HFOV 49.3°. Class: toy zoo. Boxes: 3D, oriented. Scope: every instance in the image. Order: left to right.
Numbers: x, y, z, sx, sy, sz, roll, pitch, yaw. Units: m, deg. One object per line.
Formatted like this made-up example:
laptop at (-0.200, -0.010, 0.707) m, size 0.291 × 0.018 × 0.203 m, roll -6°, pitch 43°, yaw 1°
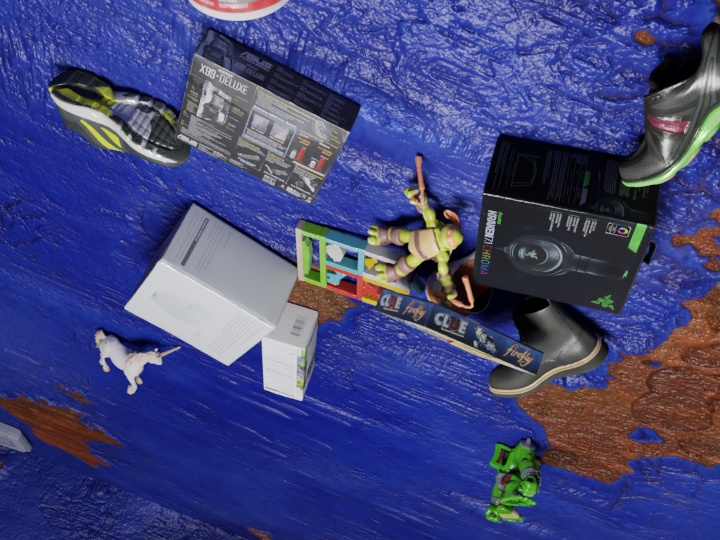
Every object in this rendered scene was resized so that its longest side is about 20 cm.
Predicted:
toy zoo at (0.000, 0.000, 1.160) m, size 0.198 × 0.021 × 0.132 m, roll 19°, pitch 146°, yaw 10°

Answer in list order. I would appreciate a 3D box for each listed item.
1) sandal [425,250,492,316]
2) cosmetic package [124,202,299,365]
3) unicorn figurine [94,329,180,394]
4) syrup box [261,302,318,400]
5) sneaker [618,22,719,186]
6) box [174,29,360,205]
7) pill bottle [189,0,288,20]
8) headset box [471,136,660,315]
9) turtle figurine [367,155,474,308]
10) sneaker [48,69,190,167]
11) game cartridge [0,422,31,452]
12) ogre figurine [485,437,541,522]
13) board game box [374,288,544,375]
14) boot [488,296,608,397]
sandal at (0.151, 0.023, 1.087) m, size 0.079 × 0.060 × 0.207 m, roll 29°, pitch 146°, yaw -13°
cosmetic package at (-0.235, 0.029, 1.243) m, size 0.199 × 0.124 × 0.199 m, roll 33°, pitch 144°, yaw -16°
unicorn figurine at (-0.481, 0.187, 1.630) m, size 0.199 × 0.074 × 0.138 m, roll 23°, pitch 136°, yaw 7°
syrup box at (-0.124, 0.145, 1.384) m, size 0.081 × 0.079 × 0.201 m, roll 16°, pitch 146°, yaw 6°
sneaker at (0.309, -0.159, 0.758) m, size 0.084 × 0.077 × 0.200 m, roll 37°, pitch 143°, yaw 7°
box at (-0.119, -0.180, 0.957) m, size 0.199 × 0.050 × 0.158 m, roll 25°, pitch 145°, yaw -7°
pill bottle at (-0.116, -0.335, 0.684) m, size 0.113 × 0.115 × 0.201 m, roll 14°, pitch 146°, yaw 10°
headset box at (0.240, -0.047, 0.914) m, size 0.198 × 0.093 × 0.175 m, roll 13°, pitch 146°, yaw 11°
turtle figurine at (0.079, -0.044, 1.016) m, size 0.161 × 0.064 × 0.201 m, roll -11°, pitch 104°, yaw 51°
sneaker at (-0.313, -0.191, 1.038) m, size 0.199 × 0.075 × 0.085 m, roll 30°, pitch 152°, yaw 2°
game cartridge at (-1.143, 0.509, 2.465) m, size 0.198 × 0.041 × 0.134 m, roll 16°, pitch 149°, yaw 7°
ogre figurine at (0.289, 0.392, 1.472) m, size 0.097 × 0.121 × 0.201 m, roll 6°, pitch 145°, yaw 13°
board game box at (0.134, 0.083, 1.074) m, size 0.199 × 0.035 × 0.135 m, roll 25°, pitch 174°, yaw -28°
boot at (0.241, 0.104, 1.154) m, size 0.199 × 0.078 × 0.138 m, roll -32°, pitch 116°, yaw 35°
